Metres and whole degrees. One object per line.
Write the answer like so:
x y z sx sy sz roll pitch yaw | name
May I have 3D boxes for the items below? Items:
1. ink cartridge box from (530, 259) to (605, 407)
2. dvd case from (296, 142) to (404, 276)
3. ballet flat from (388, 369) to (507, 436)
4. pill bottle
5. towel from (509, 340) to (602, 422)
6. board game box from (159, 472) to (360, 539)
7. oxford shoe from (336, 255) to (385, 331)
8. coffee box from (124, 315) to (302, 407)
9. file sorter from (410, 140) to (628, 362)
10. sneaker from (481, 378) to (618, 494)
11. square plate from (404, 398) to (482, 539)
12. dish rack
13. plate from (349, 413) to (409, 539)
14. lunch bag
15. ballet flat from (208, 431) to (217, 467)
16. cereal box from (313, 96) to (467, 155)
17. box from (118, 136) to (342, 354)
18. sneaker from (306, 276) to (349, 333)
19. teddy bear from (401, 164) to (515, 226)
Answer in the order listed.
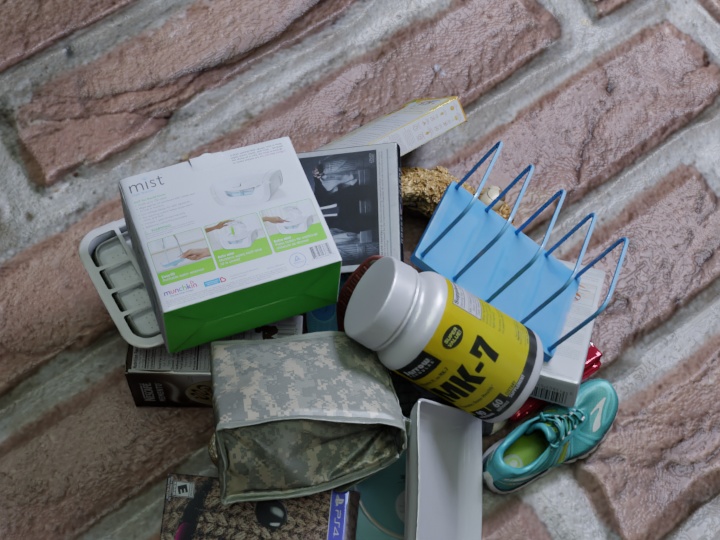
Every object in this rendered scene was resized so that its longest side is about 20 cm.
0.202 0.061 1.408 0.158 0.048 0.201 14 44 12 | ink cartridge box
-0.048 -0.066 1.361 0.198 0.025 0.152 -5 78 14 | dvd case
0.094 0.147 1.348 0.198 0.057 0.067 20 37 -27 | ballet flat
0.088 0.072 1.245 0.199 0.114 0.115 29 63 -21 | pill bottle
0.184 0.077 1.427 0.144 0.023 0.200 -31 62 -15 | towel
-0.109 0.306 1.238 0.198 0.097 0.161 3 79 8 | board game box
0.016 0.060 1.348 0.074 0.201 0.070 -17 49 -38 | oxford shoe
-0.167 0.106 1.352 0.197 0.113 0.081 1 65 -2 | coffee box
0.186 -0.028 1.320 0.199 0.123 0.139 36 48 -7 | file sorter
0.228 0.193 1.357 0.199 0.080 0.078 -33 71 -18 | sneaker
0.088 0.245 1.247 0.028 0.200 0.201 -3 78 25 | square plate
-0.202 -0.001 1.322 0.199 0.044 0.172 -25 61 -19 | dish rack
0.051 0.239 1.324 0.198 0.026 0.202 8 67 -19 | plate
-0.055 0.148 1.215 0.198 0.119 0.164 -5 29 -8 | lunch bag
-0.083 0.202 1.333 0.198 0.065 0.071 8 67 -23 | ballet flat
0.020 -0.162 1.477 0.199 0.144 0.040 -30 106 -15 | cereal box
-0.143 -0.032 1.262 0.198 0.097 0.178 -17 61 -15 | box
0.000 0.000 1.437 0.079 0.130 0.202 20 101 16 | sneaker
0.105 -0.096 1.463 0.198 0.145 0.067 25 103 13 | teddy bear
